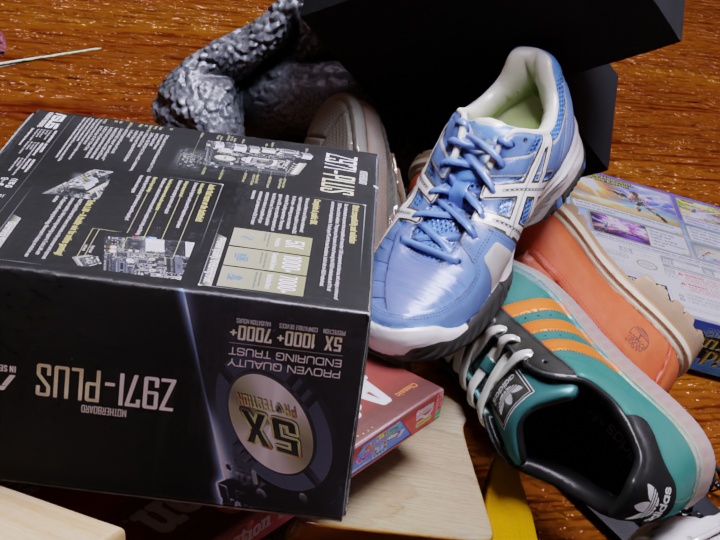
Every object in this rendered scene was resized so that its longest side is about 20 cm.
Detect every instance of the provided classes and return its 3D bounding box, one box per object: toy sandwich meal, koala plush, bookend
[{"bbox_3d":[0.014,0.128,0.725,0.205,0.070,0.205,15,29,-8],"label":"toy sandwich meal"},{"bbox_3d":[0.006,-0.072,0.984,0.200,0.184,0.177,60,18,12],"label":"koala plush"},{"bbox_3d":[0.107,-0.138,0.863,0.199,0.200,0.092,44,45,-39],"label":"bookend"}]

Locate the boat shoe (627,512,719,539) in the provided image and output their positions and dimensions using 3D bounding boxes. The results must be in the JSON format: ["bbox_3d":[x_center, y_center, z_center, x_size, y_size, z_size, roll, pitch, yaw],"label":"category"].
[{"bbox_3d":[0.157,0.157,0.765,0.200,0.074,0.065,2,38,-49],"label":"boat shoe"}]

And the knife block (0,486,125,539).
[{"bbox_3d":[-0.204,0.091,0.560,0.176,0.200,0.064,53,33,-1],"label":"knife block"}]

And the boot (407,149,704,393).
[{"bbox_3d":[0.092,0.019,0.871,0.200,0.075,0.107,40,65,-1],"label":"boot"}]

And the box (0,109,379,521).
[{"bbox_3d":[-0.078,0.009,0.629,0.164,0.086,0.200,7,21,-2],"label":"box"}]

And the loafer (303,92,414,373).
[{"bbox_3d":[0.000,0.000,0.870,0.063,0.072,0.200,14,68,-32],"label":"loafer"}]

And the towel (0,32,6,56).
[{"bbox_3d":[-0.307,-0.108,0.856,0.200,0.023,0.144,-11,9,-1],"label":"towel"}]

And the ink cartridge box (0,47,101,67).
[{"bbox_3d":[-0.247,-0.063,0.824,0.148,0.076,0.200,-4,12,35],"label":"ink cartridge box"}]

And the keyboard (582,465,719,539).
[{"bbox_3d":[0.146,0.091,0.900,0.104,0.040,0.200,-8,40,-39],"label":"keyboard"}]

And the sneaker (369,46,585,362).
[{"bbox_3d":[0.051,-0.036,0.783,0.076,0.077,0.200,15,50,23],"label":"sneaker"}]

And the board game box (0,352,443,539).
[{"bbox_3d":[-0.061,0.076,0.678,0.103,0.019,0.200,25,32,29],"label":"board game box"}]

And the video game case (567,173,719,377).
[{"bbox_3d":[0.232,0.006,1.090,0.200,0.045,0.181,15,30,-8],"label":"video game case"}]

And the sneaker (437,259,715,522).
[{"bbox_3d":[0.084,0.052,0.776,0.200,0.071,0.080,38,22,27],"label":"sneaker"}]
